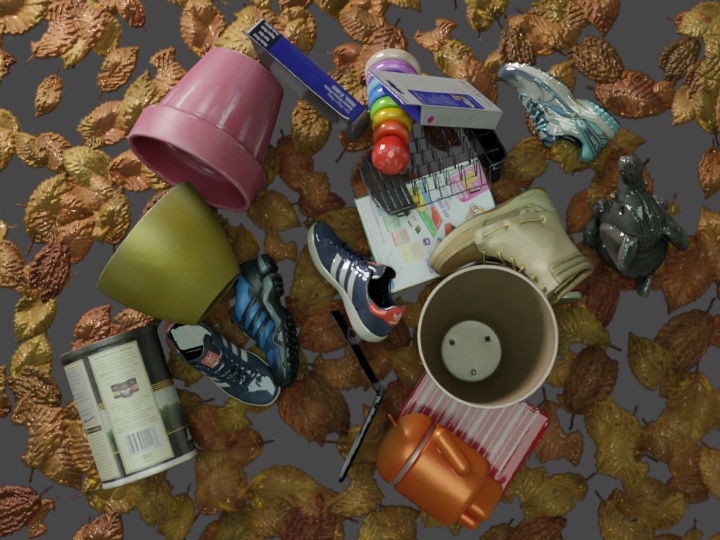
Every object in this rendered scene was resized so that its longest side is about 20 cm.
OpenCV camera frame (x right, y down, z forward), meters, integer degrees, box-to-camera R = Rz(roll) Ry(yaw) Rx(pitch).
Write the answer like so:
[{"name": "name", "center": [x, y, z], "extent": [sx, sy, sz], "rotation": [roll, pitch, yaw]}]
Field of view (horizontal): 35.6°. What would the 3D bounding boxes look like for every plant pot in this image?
[{"name": "plant pot", "center": [0.164, 0.103, 1.564], "extent": [0.185, 0.200, 0.189], "rotation": [0, 80, -2]}, {"name": "plant pot", "center": [-0.206, -0.211, 1.617], "extent": [0.199, 0.200, 0.180], "rotation": [27, 75, 2]}, {"name": "plant pot", "center": [-0.256, -0.004, 1.600], "extent": [0.142, 0.200, 0.200], "rotation": [40, 90, 1]}]

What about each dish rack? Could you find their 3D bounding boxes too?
[{"name": "dish rack", "center": [0.099, -0.160, 1.623], "extent": [0.198, 0.055, 0.154], "rotation": [-19, 48, -5]}]

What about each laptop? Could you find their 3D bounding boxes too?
[{"name": "laptop", "center": [-0.028, 0.172, 1.592], "extent": [0.115, 0.187, 0.201], "rotation": [25, 89, 3]}]

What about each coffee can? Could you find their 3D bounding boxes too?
[{"name": "coffee can", "center": [-0.334, 0.196, 1.622], "extent": [0.145, 0.146, 0.202], "rotation": [-19, 88, 1]}]

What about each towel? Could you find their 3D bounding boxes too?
[{"name": "towel", "center": [0.165, 0.227, 1.668], "extent": [0.199, 0.022, 0.145], "rotation": [32, 92, 4]}]

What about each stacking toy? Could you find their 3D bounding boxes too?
[{"name": "stacking toy", "center": [0.043, -0.221, 1.605], "extent": [0.084, 0.086, 0.201], "rotation": [3, 53, 2]}]

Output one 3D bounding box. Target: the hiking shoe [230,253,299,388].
[{"name": "hiking shoe", "center": [-0.146, 0.080, 1.664], "extent": [0.086, 0.074, 0.202], "rotation": [-16, 78, 9]}]

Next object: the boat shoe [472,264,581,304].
[{"name": "boat shoe", "center": [0.225, 0.019, 1.647], "extent": [0.198, 0.071, 0.063], "rotation": [-4, 80, 3]}]

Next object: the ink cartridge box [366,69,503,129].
[{"name": "ink cartridge box", "center": [0.101, -0.237, 1.560], "extent": [0.095, 0.199, 0.037], "rotation": [47, 123, 36]}]

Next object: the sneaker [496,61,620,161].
[{"name": "sneaker", "center": [0.280, -0.233, 1.650], "extent": [0.199, 0.078, 0.087], "rotation": [32, 93, 3]}]

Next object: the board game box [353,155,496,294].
[{"name": "board game box", "center": [0.107, -0.065, 1.668], "extent": [0.198, 0.040, 0.154], "rotation": [-19, 88, 1]}]

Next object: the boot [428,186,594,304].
[{"name": "boot", "center": [0.212, -0.009, 1.588], "extent": [0.199, 0.073, 0.156], "rotation": [-28, 68, -5]}]

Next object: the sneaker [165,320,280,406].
[{"name": "sneaker", "center": [-0.208, 0.135, 1.650], "extent": [0.199, 0.085, 0.075], "rotation": [33, 90, 2]}]

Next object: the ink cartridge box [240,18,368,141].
[{"name": "ink cartridge box", "center": [-0.073, -0.273, 1.600], "extent": [0.199, 0.200, 0.041], "rotation": [41, 91, 2]}]

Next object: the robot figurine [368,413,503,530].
[{"name": "robot figurine", "center": [0.106, 0.282, 1.605], "extent": [0.199, 0.144, 0.117], "rotation": [36, 91, 3]}]

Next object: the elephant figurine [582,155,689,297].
[{"name": "elephant figurine", "center": [0.388, -0.059, 1.579], "extent": [0.154, 0.200, 0.142], "rotation": [29, 89, 2]}]

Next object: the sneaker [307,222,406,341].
[{"name": "sneaker", "center": [0.000, 0.000, 1.621], "extent": [0.084, 0.075, 0.201], "rotation": [-43, 71, 30]}]
